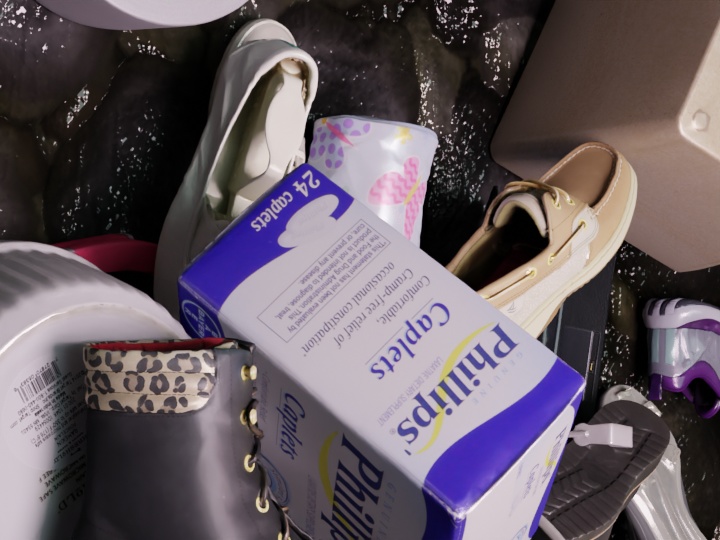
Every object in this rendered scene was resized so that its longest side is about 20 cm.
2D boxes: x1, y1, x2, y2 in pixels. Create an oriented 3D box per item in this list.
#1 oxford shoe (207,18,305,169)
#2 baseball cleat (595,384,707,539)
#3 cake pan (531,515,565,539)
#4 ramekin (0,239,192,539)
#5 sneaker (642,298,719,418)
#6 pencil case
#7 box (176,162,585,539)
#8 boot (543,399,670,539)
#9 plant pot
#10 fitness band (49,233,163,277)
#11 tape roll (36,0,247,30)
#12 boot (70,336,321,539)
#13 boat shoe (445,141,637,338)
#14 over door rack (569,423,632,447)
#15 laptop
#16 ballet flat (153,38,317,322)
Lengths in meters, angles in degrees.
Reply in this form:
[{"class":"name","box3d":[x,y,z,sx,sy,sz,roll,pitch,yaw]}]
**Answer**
[{"class":"oxford shoe","box3d":[-0.058,-0.056,1.083,0.075,0.058,0.202,11,83,-40]},{"class":"baseball cleat","box3d":[0.219,0.193,1.368,0.069,0.106,0.201,-13,73,-29]},{"class":"cake pan","box3d":[0.065,0.233,1.141,0.037,0.199,0.202,-2,95,-66]},{"class":"ramekin","box3d":[-0.166,0.089,0.909,0.199,0.105,0.202,-7,101,-39]},{"class":"sneaker","box3d":[0.301,0.082,1.435,0.199,0.074,0.088,14,79,-34]},{"class":"pencil case","box3d":[0.000,0.000,1.126,0.090,0.083,0.202,10,86,-53]},{"class":"box","box3d":[0.004,0.078,0.961,0.105,0.200,0.184,-43,159,-25]},{"class":"boot","box3d":[0.140,0.192,1.253,0.199,0.077,0.139,-23,143,-42]},{"class":"plant pot","box3d":[0.246,-0.124,1.240,0.199,0.177,0.201,29,82,-23]},{"class":"fitness band","box3d":[-0.165,0.057,1.004,0.199,0.037,0.145,-14,106,-42]},{"class":"tape roll","box3d":[-0.126,-0.239,0.997,0.199,0.066,0.202,-3,94,-44]},{"class":"boot","box3d":[-0.046,0.113,0.860,0.202,0.073,0.155,2,92,-8]},{"class":"boat shoe","box3d":[0.112,-0.021,1.118,0.200,0.074,0.067,-52,134,-31]},{"class":"over door rack","box3d":[0.067,0.166,1.077,0.067,0.198,0.149,23,66,-70]},{"class":"laptop","box3d":[0.128,0.045,1.237,0.199,0.103,0.179,12,85,-34]},{"class":"ballet flat","box3d":[-0.069,-0.041,1.013,0.069,0.069,0.202,23,79,-43]}]
